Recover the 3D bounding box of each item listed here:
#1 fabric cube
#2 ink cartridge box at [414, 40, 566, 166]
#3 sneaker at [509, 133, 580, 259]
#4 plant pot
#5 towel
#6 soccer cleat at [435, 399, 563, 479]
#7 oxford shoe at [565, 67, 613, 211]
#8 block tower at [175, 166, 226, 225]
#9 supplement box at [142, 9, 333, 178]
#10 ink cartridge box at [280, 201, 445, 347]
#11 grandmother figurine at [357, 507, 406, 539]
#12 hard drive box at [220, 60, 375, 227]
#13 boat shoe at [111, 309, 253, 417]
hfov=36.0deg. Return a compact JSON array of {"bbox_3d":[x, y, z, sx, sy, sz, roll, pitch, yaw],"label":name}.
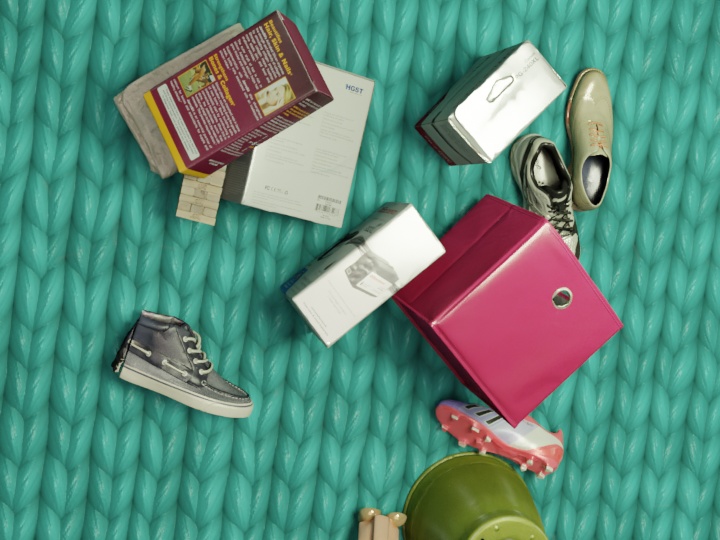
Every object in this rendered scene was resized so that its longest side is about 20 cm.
[{"bbox_3d":[0.187,0.048,1.478,0.199,0.200,0.197,-41,110,-4],"label":"fabric cube"},{"bbox_3d":[0.166,-0.215,1.460,0.145,0.200,0.083,-44,101,-4],"label":"ink cartridge box"},{"bbox_3d":[0.263,-0.091,1.548,0.075,0.088,0.202,-23,100,-9],"label":"sneaker"},{"bbox_3d":[0.173,0.370,1.517,0.197,0.193,0.204,-1,95,-10],"label":"plant pot"},{"bbox_3d":[-0.215,-0.223,1.475,0.198,0.034,0.134,-30,101,-6],"label":"towel"},{"bbox_3d":[0.199,0.226,1.584,0.198,0.067,0.077,26,54,-4],"label":"soccer cleat"},{"bbox_3d":[0.331,-0.183,1.558,0.070,0.074,0.203,-1,95,-10],"label":"oxford shoe"},{"bbox_3d":[-0.195,-0.164,1.441,0.053,0.058,0.203,13,92,-11],"label":"block tower"},{"bbox_3d":[-0.147,-0.211,1.350,0.198,0.086,0.111,-29,84,11],"label":"supplement box"},{"bbox_3d":[0.000,0.000,1.477,0.199,0.145,0.084,-38,100,-5],"label":"ink cartridge box"},{"bbox_3d":[0.021,0.426,1.506,0.119,0.061,0.202,7,53,-8],"label":"grandmother figurine"},{"bbox_3d":[-0.082,-0.173,1.459,0.154,0.077,0.203,13,93,-31],"label":"hard drive box"},{"bbox_3d":[-0.226,0.124,1.481,0.198,0.075,0.094,21,99,-11],"label":"boat shoe"}]
